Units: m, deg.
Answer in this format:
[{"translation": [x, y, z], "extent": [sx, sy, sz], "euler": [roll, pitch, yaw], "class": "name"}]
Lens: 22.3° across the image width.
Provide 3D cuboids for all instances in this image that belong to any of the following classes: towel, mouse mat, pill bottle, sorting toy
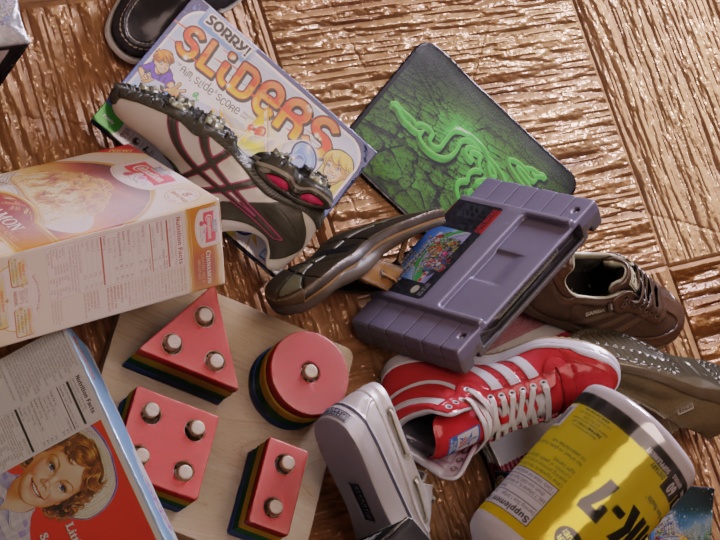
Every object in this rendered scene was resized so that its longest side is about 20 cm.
[{"translation": [0.154, 0.120, 1.586], "extent": [0.143, 0.023, 0.201], "euler": [-22, 84, -33], "class": "towel"}, {"translation": [0.090, -0.094, 1.642], "extent": [0.200, 0.008, 0.161], "euler": [42, 59, -8], "class": "mouse mat"}, {"translation": [0.158, 0.198, 1.430], "extent": [0.114, 0.114, 0.200], "euler": [44, 79, -5], "class": "pill bottle"}, {"translation": [-0.107, 0.110, 1.432], "extent": [0.199, 0.070, 0.200], "euler": [23, 63, -17], "class": "sorting toy"}]

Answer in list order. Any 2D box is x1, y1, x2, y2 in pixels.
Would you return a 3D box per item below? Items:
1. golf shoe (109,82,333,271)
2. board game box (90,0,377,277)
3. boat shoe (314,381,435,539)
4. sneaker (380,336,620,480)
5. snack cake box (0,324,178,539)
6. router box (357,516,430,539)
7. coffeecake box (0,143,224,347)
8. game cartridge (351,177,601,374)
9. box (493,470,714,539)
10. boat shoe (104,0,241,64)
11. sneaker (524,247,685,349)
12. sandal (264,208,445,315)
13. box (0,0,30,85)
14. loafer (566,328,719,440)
[{"translation": [-0.120, -0.078, 1.449], "extent": [0.199, 0.077, 0.088], "euler": [31, 99, -2], "class": "golf shoe"}, {"translation": [-0.104, -0.110, 1.508], "extent": [0.200, 0.034, 0.136], "euler": [40, 82, -8], "class": "board game box"}, {"translation": [0.026, 0.181, 1.442], "extent": [0.066, 0.072, 0.201], "euler": [-37, 113, -33], "class": "boat shoe"}, {"translation": [0.113, 0.112, 1.477], "extent": [0.198, 0.072, 0.113], "euler": [-4, 29, 6], "class": "sneaker"}, {"translation": [-0.213, 0.155, 1.312], "extent": [0.114, 0.067, 0.201], "euler": [-27, 68, -2], "class": "snack cake box"}, {"translation": [0.052, 0.291, 1.395], "extent": [0.200, 0.150, 0.062], "euler": [49, 61, -2], "class": "router box"}, {"translation": [-0.225, -0.022, 1.369], "extent": [0.199, 0.153, 0.074], "euler": [-16, 117, -30], "class": "coffeecake box"}, {"translation": [0.096, -0.002, 1.541], "extent": [0.200, 0.129, 0.039], "euler": [-46, 134, -28], "class": "game cartridge"}, {"translation": [0.202, 0.243, 1.535], "extent": [0.199, 0.038, 0.138], "euler": [7, 83, -24], "class": "box"}, {"translation": [-0.133, -0.246, 1.555], "extent": [0.200, 0.060, 0.074], "euler": [-37, 94, -31], "class": "boat shoe"}, {"translation": [0.226, 0.025, 1.610], "extent": [0.199, 0.075, 0.071], "euler": [11, 63, -34], "class": "sneaker"}, {"translation": [0.000, 0.000, 1.513], "extent": [0.200, 0.081, 0.055], "euler": [-36, 110, -47], "class": "sandal"}, {"translation": [-0.370, -0.187, 1.374], "extent": [0.199, 0.132, 0.116], "euler": [-12, 79, -30], "class": "box"}, {"translation": [0.257, 0.107, 1.601], "extent": [0.199, 0.076, 0.068], "euler": [17, 108, -23], "class": "loafer"}]
